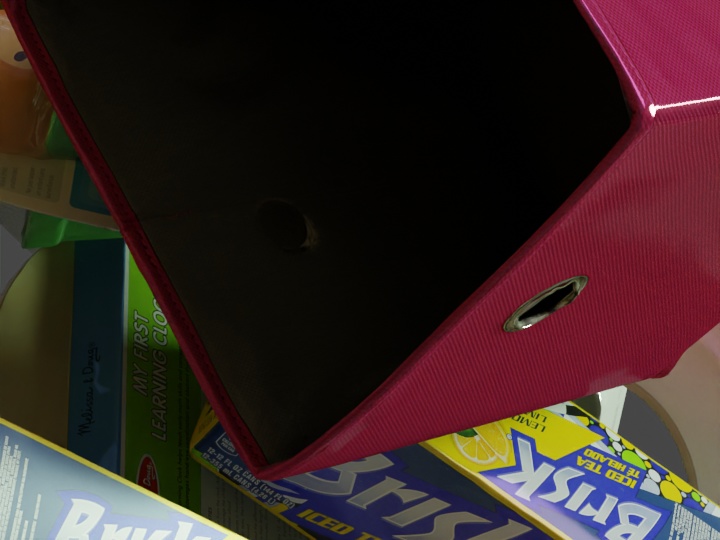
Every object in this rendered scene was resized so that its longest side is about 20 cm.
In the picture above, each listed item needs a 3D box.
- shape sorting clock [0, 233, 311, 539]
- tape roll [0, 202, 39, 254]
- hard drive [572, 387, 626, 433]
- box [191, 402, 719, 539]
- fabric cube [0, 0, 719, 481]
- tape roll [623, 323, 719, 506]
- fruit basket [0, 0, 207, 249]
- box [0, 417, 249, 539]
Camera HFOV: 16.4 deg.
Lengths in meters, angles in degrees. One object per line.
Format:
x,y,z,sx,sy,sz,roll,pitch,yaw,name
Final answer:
-0.051,0.070,0.892,0.200,0.039,0.200,31,41,-32,shape sorting clock
-0.118,-0.067,1.047,0.203,0.037,0.203,43,21,-21,tape roll
0.098,0.084,1.135,0.026,0.132,0.200,13,17,9,hard drive
0.045,0.081,0.866,0.200,0.070,0.064,36,38,-12,box
0.045,-0.076,0.780,0.199,0.196,0.200,-9,64,-45,fabric cube
0.090,0.082,0.987,0.203,0.202,0.071,53,19,7,tape roll
-0.142,-0.089,0.886,0.200,0.094,0.185,18,34,-13,fruit basket
-0.083,0.099,0.735,0.200,0.070,0.064,33,59,-42,box
